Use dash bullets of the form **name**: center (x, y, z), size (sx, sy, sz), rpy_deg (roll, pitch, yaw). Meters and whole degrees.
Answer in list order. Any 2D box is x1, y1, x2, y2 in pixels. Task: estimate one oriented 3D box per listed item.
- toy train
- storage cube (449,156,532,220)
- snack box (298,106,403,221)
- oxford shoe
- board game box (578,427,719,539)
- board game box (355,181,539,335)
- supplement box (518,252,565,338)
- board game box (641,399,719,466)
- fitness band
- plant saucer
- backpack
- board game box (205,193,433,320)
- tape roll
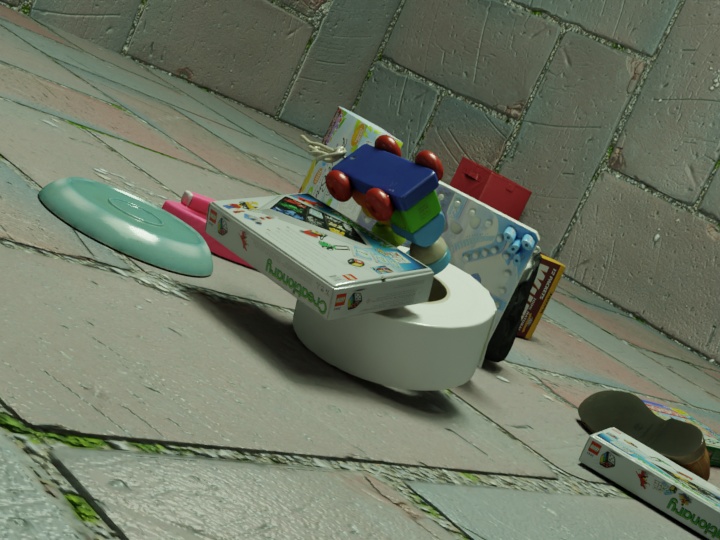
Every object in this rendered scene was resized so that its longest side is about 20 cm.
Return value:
- **toy train**: center (0.014, -0.072, 1.227), size (0.199, 0.084, 0.117), rpy_deg (28, -33, 50)
- **storage cube**: center (0.370, -0.205, 3.525), size (0.198, 0.182, 0.171), rpy_deg (21, 9, -35)
- **snack box**: center (-0.029, -0.126, 1.746), size (0.067, 0.203, 0.169), rpy_deg (22, 10, -21)
- **oxford shoe**: center (0.334, 0.203, 1.413), size (0.199, 0.071, 0.072), rpy_deg (29, -27, 56)
- **board game box**: center (0.337, 0.235, 1.265), size (0.198, 0.035, 0.126), rpy_deg (30, 8, 22)
- **board game box**: center (0.076, 0.000, 1.349), size (0.198, 0.202, 0.026), rpy_deg (27, 31, 7)
- **supplement box**: center (0.185, -0.006, 1.906), size (0.199, 0.134, 0.196), rpy_deg (32, 10, 38)
- **board game box**: center (0.460, 0.232, 1.686), size (0.198, 0.029, 0.134), rpy_deg (17, 13, -48)
- **fitness band**: center (-0.151, -0.044, 1.444), size (0.198, 0.038, 0.143), rpy_deg (19, 12, -39)
- **plant saucer**: center (-0.241, -0.052, 1.249), size (0.198, 0.028, 0.200), rpy_deg (26, 8, -4)
- **backpack**: center (0.118, 0.015, 1.533), size (0.197, 0.170, 0.126), rpy_deg (22, 12, 12)
- **board game box**: center (-0.042, -0.019, 1.129), size (0.125, 0.035, 0.199), rpy_deg (-8, 29, -41)
- **tape roll**: center (0.034, 0.041, 1.198), size (0.199, 0.072, 0.203), rpy_deg (13, 20, -5)
